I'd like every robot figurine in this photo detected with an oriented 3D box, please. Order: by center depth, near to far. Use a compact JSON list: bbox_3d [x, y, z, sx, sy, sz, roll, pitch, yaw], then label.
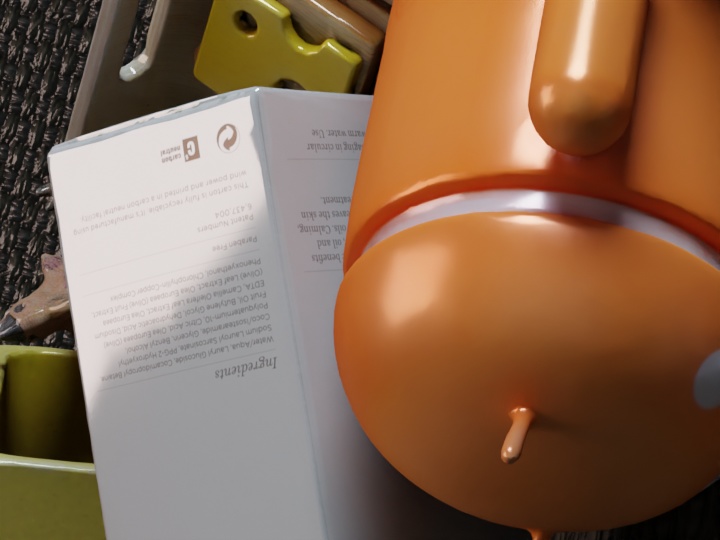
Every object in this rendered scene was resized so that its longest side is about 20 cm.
[{"bbox_3d":[0.056,-0.017,0.701,0.144,0.116,0.201,-31,39,47],"label":"robot figurine"}]

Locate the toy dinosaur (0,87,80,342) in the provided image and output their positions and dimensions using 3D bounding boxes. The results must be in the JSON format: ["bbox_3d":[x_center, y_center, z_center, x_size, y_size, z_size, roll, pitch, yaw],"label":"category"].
[{"bbox_3d":[-0.080,-0.041,1.133,0.201,0.086,0.135,-66,13,-11],"label":"toy dinosaur"}]

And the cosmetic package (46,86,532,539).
[{"bbox_3d":[-0.011,0.055,0.757,0.084,0.107,0.201,-12,82,36],"label":"cosmetic package"}]

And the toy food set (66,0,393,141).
[{"bbox_3d":[-0.001,-0.027,0.856,0.060,0.200,0.144,-45,-16,-42],"label":"toy food set"}]

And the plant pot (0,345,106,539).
[{"bbox_3d":[-0.066,0.155,1.068,0.196,0.193,0.201,-114,31,-80],"label":"plant pot"}]
